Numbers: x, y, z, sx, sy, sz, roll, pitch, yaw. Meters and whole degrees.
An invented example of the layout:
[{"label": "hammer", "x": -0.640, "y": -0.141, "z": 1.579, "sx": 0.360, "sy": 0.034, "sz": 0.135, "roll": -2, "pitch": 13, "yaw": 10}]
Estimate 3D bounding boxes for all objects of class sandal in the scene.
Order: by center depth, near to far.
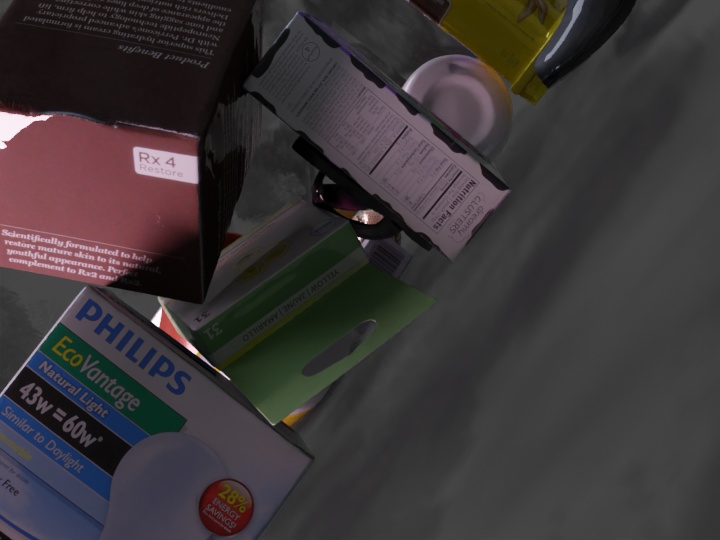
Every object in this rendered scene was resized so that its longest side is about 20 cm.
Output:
[{"label": "sandal", "x": 0.004, "y": -0.050, "z": 0.814, "sx": 0.048, "sy": 0.075, "sz": 0.200, "roll": -50, "pitch": -37, "yaw": 7}]

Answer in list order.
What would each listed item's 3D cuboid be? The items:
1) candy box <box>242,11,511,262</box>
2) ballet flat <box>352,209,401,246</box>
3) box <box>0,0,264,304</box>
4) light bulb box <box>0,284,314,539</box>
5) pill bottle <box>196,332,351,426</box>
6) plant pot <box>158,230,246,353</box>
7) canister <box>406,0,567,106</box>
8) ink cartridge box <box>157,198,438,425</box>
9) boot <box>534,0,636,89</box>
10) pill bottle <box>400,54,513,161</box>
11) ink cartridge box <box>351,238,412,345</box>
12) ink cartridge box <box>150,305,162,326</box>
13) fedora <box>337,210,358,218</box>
[{"label": "candy box", "x": 0.017, "y": -0.110, "z": 0.766, "sx": 0.072, "sy": 0.199, "sz": 0.168, "roll": -50, "pitch": 5, "yaw": 11}, {"label": "ballet flat", "x": 0.000, "y": 0.000, "z": 1.099, "sx": 0.200, "sy": 0.067, "sz": 0.076, "roll": 123, "pitch": 162, "yaw": -66}, {"label": "box", "x": -0.169, "y": -0.115, "z": 0.715, "sx": 0.165, "sy": 0.164, "sz": 0.202, "roll": 99, "pitch": -178, "yaw": -49}, {"label": "light bulb box", "x": -0.169, "y": 0.148, "z": 0.682, "sx": 0.201, "sy": 0.197, "sz": 0.125, "roll": -54, "pitch": 6, "yaw": -8}, {"label": "pill bottle", "x": -0.089, "y": 0.090, "z": 0.878, "sx": 0.115, "sy": 0.114, "sz": 0.200, "roll": -55, "pitch": 5, "yaw": -37}, {"label": "plant pot", "x": -0.161, "y": 0.076, "z": 1.161, "sx": 0.201, "sy": 0.198, "sz": 0.198, "roll": -66, "pitch": -5, "yaw": -75}, {"label": "canister", "x": 0.112, "y": -0.256, "z": 0.895, "sx": 0.087, "sy": 0.199, "sz": 0.149, "roll": -52, "pitch": 0, "yaw": 29}, {"label": "ink cartridge box", "x": -0.055, "y": 0.020, "z": 0.712, "sx": 0.145, "sy": 0.048, "sz": 0.200, "roll": -36, "pitch": 26, "yaw": -15}, {"label": "boot", "x": 0.171, "y": -0.258, "z": 0.786, "sx": 0.201, "sy": 0.131, "sz": 0.070, "roll": -53, "pitch": 5, "yaw": -5}, {"label": "pill bottle", "x": 0.078, "y": -0.141, "z": 0.986, "sx": 0.112, "sy": 0.111, "sz": 0.200, "roll": -52, "pitch": 4, "yaw": -6}, {"label": "ink cartridge box", "x": -0.028, "y": 0.051, "z": 0.990, "sx": 0.109, "sy": 0.050, "sz": 0.200, "roll": -56, "pitch": 4, "yaw": -35}, {"label": "ink cartridge box", "x": -0.187, "y": 0.095, "z": 1.357, "sx": 0.145, "sy": 0.199, "sz": 0.084, "roll": -50, "pitch": 7, "yaw": 18}, {"label": "fedora", "x": -0.006, "y": -0.068, "z": 1.253, "sx": 0.200, "sy": 0.082, "sz": 0.201, "roll": -40, "pitch": -8, "yaw": -6}]
